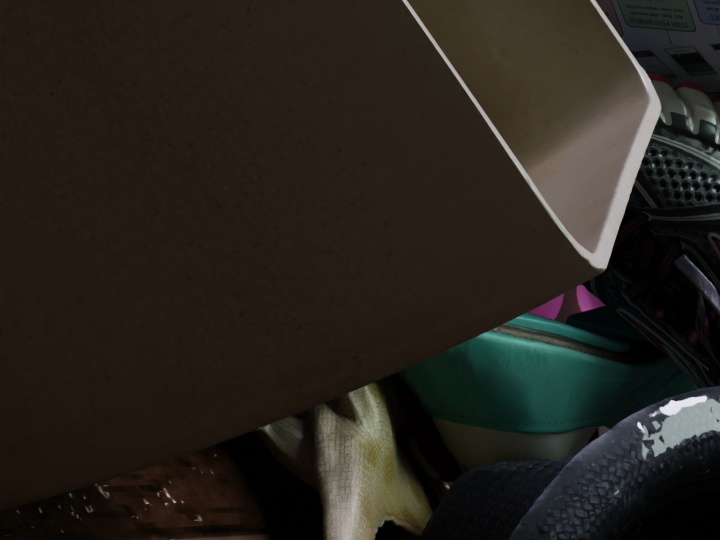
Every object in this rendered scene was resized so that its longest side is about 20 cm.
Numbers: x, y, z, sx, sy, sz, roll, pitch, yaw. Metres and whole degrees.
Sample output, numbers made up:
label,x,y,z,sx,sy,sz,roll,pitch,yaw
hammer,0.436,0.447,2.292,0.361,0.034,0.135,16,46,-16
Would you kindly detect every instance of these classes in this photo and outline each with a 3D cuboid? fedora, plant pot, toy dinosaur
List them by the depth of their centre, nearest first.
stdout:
label,x,y,z,sx,sy,sz,roll,pitch,yaw
plant pot,-0.061,-0.054,0.674,0.200,0.177,0.200,54,15,-6
toy dinosaur,-0.008,0.048,0.863,0.101,0.058,0.200,53,15,-15
fedora,0.079,0.116,0.869,0.091,0.201,0.201,24,-14,48

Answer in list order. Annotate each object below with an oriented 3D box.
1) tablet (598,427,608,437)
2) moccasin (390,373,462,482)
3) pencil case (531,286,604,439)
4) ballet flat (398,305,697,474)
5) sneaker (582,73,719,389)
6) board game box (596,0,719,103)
label,x,y,z,sx,sy,sz,roll,pitch,yaw
tablet,0.141,0.078,1.176,0.200,0.014,0.131,-14,100,-64
moccasin,0.000,-0.001,0.973,0.202,0.077,0.074,50,39,-35
pencil case,0.124,0.033,1.260,0.094,0.091,0.200,49,8,27
ballet flat,0.068,0.045,0.931,0.200,0.067,0.071,3,97,-55
sneaker,0.120,0.009,0.885,0.199,0.081,0.075,31,50,-11
board game box,0.092,-0.065,0.917,0.040,0.152,0.200,-64,147,-30
